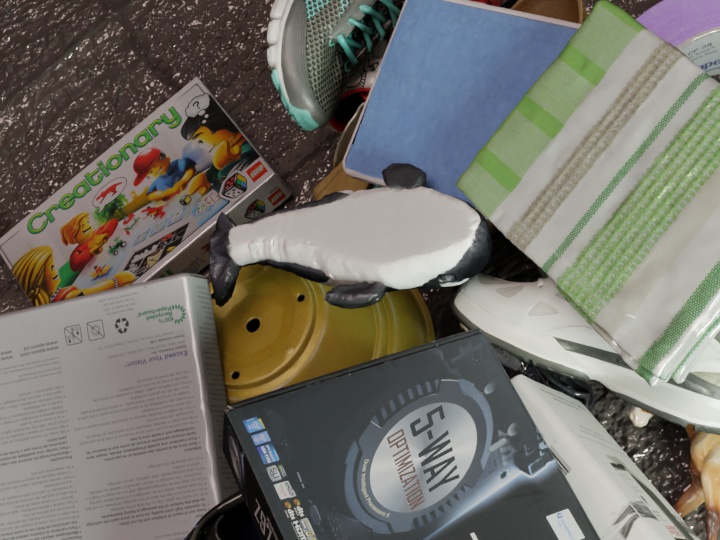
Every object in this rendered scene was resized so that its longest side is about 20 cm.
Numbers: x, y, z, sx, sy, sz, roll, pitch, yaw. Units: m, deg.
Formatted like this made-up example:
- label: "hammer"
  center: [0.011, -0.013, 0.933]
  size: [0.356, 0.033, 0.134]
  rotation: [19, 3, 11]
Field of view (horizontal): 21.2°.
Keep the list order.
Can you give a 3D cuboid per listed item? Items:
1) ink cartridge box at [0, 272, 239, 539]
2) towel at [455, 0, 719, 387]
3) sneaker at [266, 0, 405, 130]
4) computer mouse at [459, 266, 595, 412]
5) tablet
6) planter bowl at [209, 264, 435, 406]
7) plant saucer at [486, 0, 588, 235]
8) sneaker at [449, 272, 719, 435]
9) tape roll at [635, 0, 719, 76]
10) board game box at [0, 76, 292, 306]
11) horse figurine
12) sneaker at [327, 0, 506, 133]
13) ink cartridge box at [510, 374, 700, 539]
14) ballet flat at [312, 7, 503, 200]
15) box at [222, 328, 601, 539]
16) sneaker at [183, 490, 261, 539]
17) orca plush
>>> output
- label: "ink cartridge box"
  center: [-0.176, 0.118, 1.240]
  size: [0.195, 0.043, 0.201]
  rotation: [-11, 82, 20]
- label: "towel"
  center: [0.157, -0.047, 1.088]
  size: [0.149, 0.031, 0.200]
  rotation: [-50, 50, 10]
- label: "sneaker"
  center: [-0.001, -0.187, 1.318]
  size: [0.091, 0.078, 0.201]
  rotation: [-1, 60, 31]
- label: "computer mouse"
  center: [0.156, -0.008, 1.233]
  size: [0.109, 0.044, 0.200]
  rotation: [36, 78, 20]
- label: "tablet"
  center: [0.080, -0.099, 1.190]
  size: [0.199, 0.014, 0.131]
  rotation: [19, 87, 42]
- label: "planter bowl"
  center: [-0.056, 0.053, 1.276]
  size: [0.199, 0.084, 0.201]
  rotation: [-11, 58, 19]
- label: "plant saucer"
  center: [0.099, -0.095, 1.268]
  size: [0.200, 0.035, 0.201]
  rotation: [-52, 22, 30]
- label: "sneaker"
  center: [0.152, 0.011, 1.133]
  size: [0.200, 0.076, 0.116]
  rotation: [22, 98, 31]
- label: "tape roll"
  center: [0.238, -0.077, 1.189]
  size: [0.199, 0.066, 0.201]
  rotation: [-3, 69, 8]
- label: "board game box"
  center: [-0.161, -0.037, 1.409]
  size: [0.200, 0.035, 0.126]
  rotation: [-40, 52, -1]
- label: "horse figurine"
  center: [0.240, 0.126, 1.112]
  size: [0.199, 0.050, 0.133]
  rotation: [6, 68, 34]
- label: "sneaker"
  center: [0.054, -0.166, 1.362]
  size: [0.200, 0.067, 0.108]
  rotation: [-22, 51, 18]
- label: "ink cartridge box"
  center: [0.118, 0.183, 1.096]
  size: [0.147, 0.083, 0.200]
  rotation: [-49, 52, 14]
- label: "ballet flat"
  center: [0.027, -0.107, 1.296]
  size: [0.063, 0.068, 0.200]
  rotation: [48, 116, 30]
- label: "box"
  center: [0.034, 0.139, 1.031]
  size: [0.159, 0.044, 0.201]
  rotation: [-15, 54, -17]
- label: "sneaker"
  center: [-0.093, 0.184, 1.138]
  size: [0.200, 0.078, 0.070]
  rotation: [-43, 70, 11]
- label: "orca plush"
  center: [0.000, 0.000, 1.201]
  size: [0.199, 0.071, 0.106]
  rotation: [-15, 47, 23]
